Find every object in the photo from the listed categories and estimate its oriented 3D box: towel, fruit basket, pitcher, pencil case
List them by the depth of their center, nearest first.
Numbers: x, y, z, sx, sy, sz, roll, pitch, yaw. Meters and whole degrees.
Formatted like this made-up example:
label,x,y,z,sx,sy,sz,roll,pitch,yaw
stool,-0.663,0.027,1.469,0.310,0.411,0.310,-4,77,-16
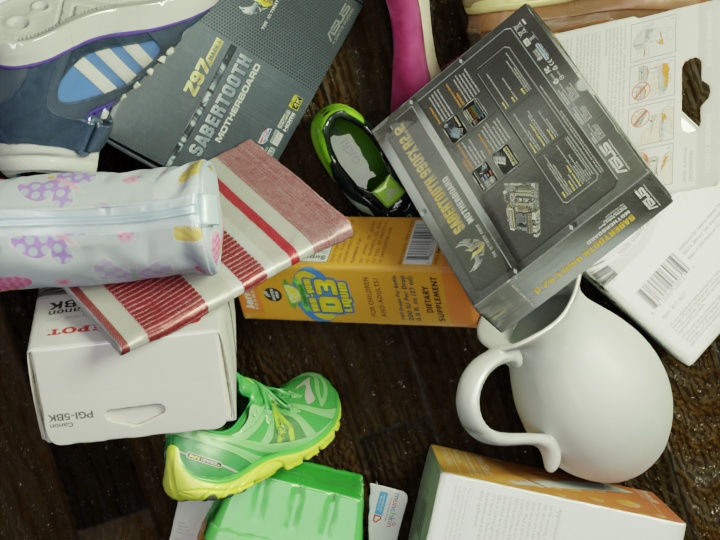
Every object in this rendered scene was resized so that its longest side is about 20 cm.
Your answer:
label,x,y,z,sx,sy,sz,roll,pitch,yaw
pencil case,-0.194,-0.032,1.170,0.197,0.091,0.084,-3,69,3
towel,-0.123,-0.019,1.231,0.199,0.144,0.023,-29,134,-22
pitcher,0.156,0.096,1.299,0.172,0.121,0.200,-54,129,-22
fruit basket,-0.071,0.252,1.367,0.183,0.094,0.202,13,109,-3

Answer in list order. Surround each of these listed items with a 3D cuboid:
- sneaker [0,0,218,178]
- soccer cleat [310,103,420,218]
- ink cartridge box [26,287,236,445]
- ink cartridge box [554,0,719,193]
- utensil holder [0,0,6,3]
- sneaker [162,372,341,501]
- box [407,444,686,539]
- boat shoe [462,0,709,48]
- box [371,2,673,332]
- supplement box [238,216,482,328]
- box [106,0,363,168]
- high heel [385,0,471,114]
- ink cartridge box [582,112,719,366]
label,x,y,z,sx,sy,sz,roll,pitch,yaw
sneaker,-0.191,-0.140,1.213,0.199,0.080,0.148,-26,140,-32
soccer cleat,0.030,-0.050,1.339,0.067,0.081,0.200,-41,95,1
ink cartridge box,-0.170,0.037,1.271,0.145,0.201,0.084,-6,119,-2
ink cartridge box,0.185,-0.108,1.254,0.198,0.050,0.163,-8,62,29
utensil holder,-0.262,-0.207,1.275,0.169,0.170,0.201,27,95,-4
sneaker,-0.080,0.114,1.295,0.073,0.199,0.085,0,105,33
box,0.145,0.217,1.341,0.198,0.124,0.099,13,93,-4
boat shoe,0.182,-0.201,1.343,0.198,0.072,0.068,-3,103,6
box,0.114,-0.078,1.224,0.158,0.048,0.201,-39,50,12
supplement box,0.000,0.000,1.310,0.198,0.069,0.067,2,134,19
box,-0.108,-0.165,1.304,0.157,0.051,0.201,28,92,-37
high heel,0.020,-0.201,1.335,0.095,0.067,0.201,-27,106,23
ink cartridge box,0.235,-0.046,1.346,0.200,0.084,0.146,42,92,-4
